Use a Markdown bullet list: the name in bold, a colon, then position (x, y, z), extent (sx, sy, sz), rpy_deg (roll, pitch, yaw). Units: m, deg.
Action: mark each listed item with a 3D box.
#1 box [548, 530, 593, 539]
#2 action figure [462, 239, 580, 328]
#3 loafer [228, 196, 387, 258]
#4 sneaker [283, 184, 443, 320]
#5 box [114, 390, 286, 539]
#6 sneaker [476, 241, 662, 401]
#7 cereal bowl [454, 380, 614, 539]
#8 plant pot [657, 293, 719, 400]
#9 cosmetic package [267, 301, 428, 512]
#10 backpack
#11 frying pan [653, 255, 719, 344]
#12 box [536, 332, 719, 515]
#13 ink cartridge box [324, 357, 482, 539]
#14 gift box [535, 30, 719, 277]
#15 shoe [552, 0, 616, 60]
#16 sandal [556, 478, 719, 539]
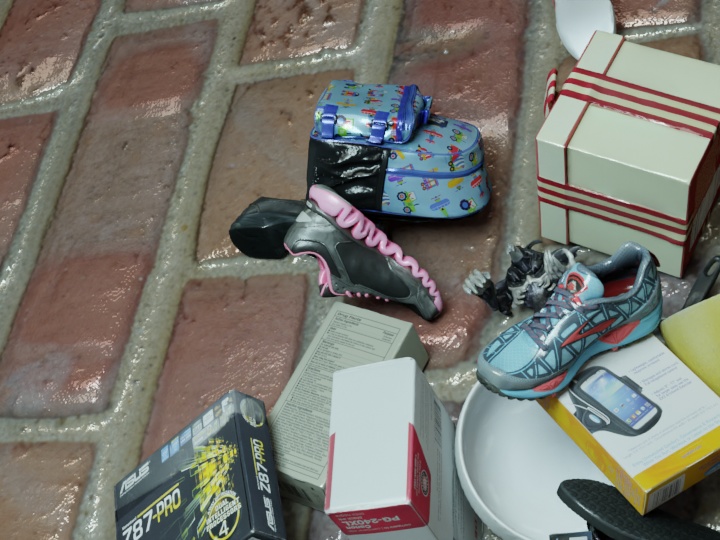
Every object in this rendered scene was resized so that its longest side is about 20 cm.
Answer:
- **box**: position (0.188, 0.336, 1.079), extent (0.037, 0.137, 0.201), rpy_deg (-8, 51, 14)
- **action figure**: position (0.175, 0.024, 1.344), extent (0.118, 0.102, 0.201), rpy_deg (-25, 42, 15)
- **loafer**: position (-0.056, -0.058, 1.527), extent (0.198, 0.073, 0.073), rpy_deg (5, 52, 24)
- **sneaker**: position (0.000, 0.000, 1.397), extent (0.096, 0.200, 0.079), rpy_deg (-51, 20, -3)
- **box**: position (-0.162, 0.238, 1.292), extent (0.200, 0.049, 0.162), rpy_deg (-39, 42, 28)
- **sneaker**: position (0.180, 0.035, 1.154), extent (0.199, 0.096, 0.079), rpy_deg (-29, 46, -22)
- **cereal bowl**: position (0.182, 0.175, 1.223), extent (0.198, 0.084, 0.202), rpy_deg (2, 62, -3)
- **plant pot**: position (0.385, 0.086, 1.180), extent (0.198, 0.200, 0.143), rpy_deg (-18, 78, 8)
- **cosmetic package**: position (-0.022, 0.141, 1.356), extent (0.103, 0.073, 0.201), rpy_deg (16, 61, 31)
- **backpack**: position (0.050, -0.130, 1.467), extent (0.198, 0.136, 0.183), rpy_deg (7, 23, 9)
- **frying pan**: position (0.299, 0.066, 1.312), extent (0.114, 0.031, 0.191), rpy_deg (1, 51, 20)
- **box**: position (0.234, 0.112, 1.169), extent (0.118, 0.042, 0.200), rpy_deg (-25, 47, -18)
- **ink cartridge box**: position (0.044, 0.197, 1.204), extent (0.083, 0.200, 0.146), rpy_deg (-12, 50, 18)
- **gift box**: position (0.284, -0.129, 1.378), extent (0.185, 0.185, 0.201), rpy_deg (19, 55, 21)
- **shoe**: position (0.270, -0.339, 1.614), extent (0.071, 0.091, 0.202), rpy_deg (-22, 77, 20)
- **sandal**: position (0.250, 0.235, 1.123), extent (0.048, 0.199, 0.075), rpy_deg (-61, 18, 16)
